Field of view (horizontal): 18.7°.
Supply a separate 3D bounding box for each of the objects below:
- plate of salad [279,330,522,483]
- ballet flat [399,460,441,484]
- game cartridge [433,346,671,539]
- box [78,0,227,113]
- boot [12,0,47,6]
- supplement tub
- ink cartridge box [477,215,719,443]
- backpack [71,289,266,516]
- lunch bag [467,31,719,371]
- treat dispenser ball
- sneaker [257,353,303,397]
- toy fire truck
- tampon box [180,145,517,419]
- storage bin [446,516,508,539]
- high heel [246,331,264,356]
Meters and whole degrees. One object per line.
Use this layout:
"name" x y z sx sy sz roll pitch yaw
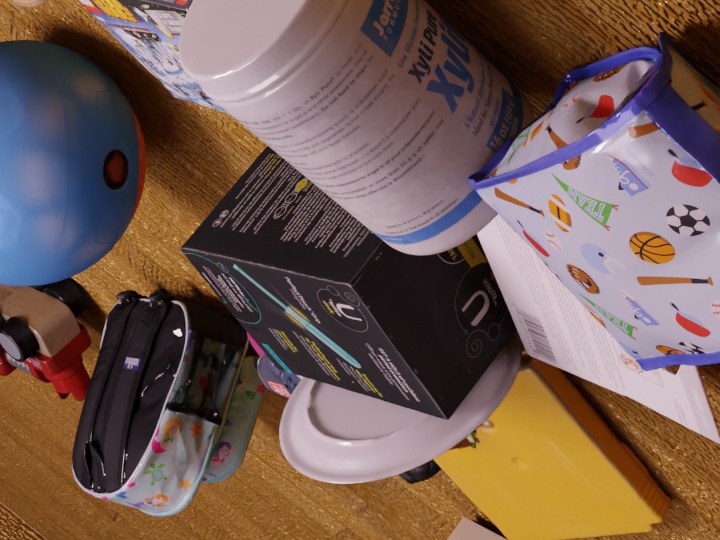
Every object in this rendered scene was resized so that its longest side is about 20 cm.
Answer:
"plate of salad" 0.033 0.096 1.645 0.200 0.200 0.048 13 141 49
"ballet flat" 0.003 0.107 1.953 0.200 0.057 0.066 46 -169 -8
"game cartridge" 0.134 0.144 1.762 0.176 0.033 0.200 -12 130 45
"box" -0.117 -0.165 1.543 0.137 0.040 0.200 44 167 -34
"boot" -0.321 -0.276 1.685 0.201 0.071 0.144 11 139 46
"supplement tub" 0.001 -0.112 1.332 0.200 0.132 0.132 39 163 -34
"ink cartridge box" 0.167 0.017 1.481 0.176 0.045 0.200 25 155 35
"backpack" -0.191 0.137 2.110 0.150 0.201 0.177 28 166 -31
"lunch bag" 0.181 -0.040 1.239 0.170 0.124 0.200 43 166 -9
"treat dispenser ball" -0.276 -0.088 1.787 0.200 0.201 0.201 33 158 15
"sneaker" -0.038 0.092 1.785 0.075 0.084 0.200 56 -167 -35
"toy fire truck" -0.343 0.087 2.402 0.176 0.129 0.201 19 141 43
"tampon box" 0.000 0.000 1.610 0.199 0.126 0.150 13 147 48
"storage bin" 0.171 0.351 2.085 0.199 0.094 0.199 26 156 32
"high heel" -0.013 0.074 1.855 0.199 0.068 0.096 29 163 17
